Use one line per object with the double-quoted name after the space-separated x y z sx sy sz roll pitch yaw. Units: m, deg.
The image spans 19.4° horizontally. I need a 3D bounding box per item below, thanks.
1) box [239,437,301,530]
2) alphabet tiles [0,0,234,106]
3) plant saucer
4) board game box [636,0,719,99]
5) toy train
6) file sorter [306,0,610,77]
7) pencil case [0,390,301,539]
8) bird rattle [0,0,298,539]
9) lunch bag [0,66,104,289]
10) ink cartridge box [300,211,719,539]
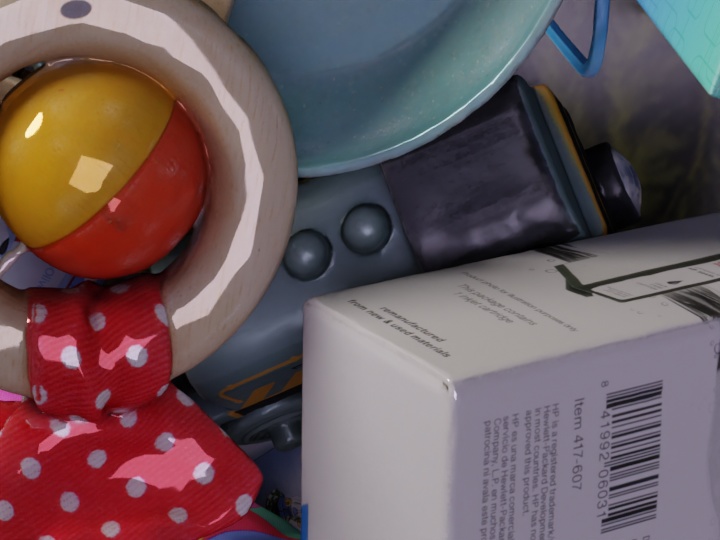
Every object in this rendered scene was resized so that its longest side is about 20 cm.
0.005 0.145 0.793 0.136 0.038 0.201 2 77 -6 "box"
-0.108 -0.126 0.624 0.166 0.008 0.201 22 113 3 "alphabet tiles"
-0.028 -0.128 0.629 0.199 0.036 0.201 4 112 10 "plant saucer"
0.147 -0.073 0.573 0.151 0.200 0.045 17 109 -10 "board game box"
0.000 0.000 0.731 0.199 0.114 0.086 -22 74 11 "toy train"
0.074 -0.136 0.722 0.199 0.139 0.124 0 108 -5 "file sorter"
-0.107 0.081 0.725 0.199 0.088 0.089 29 102 16 "pencil case"
-0.090 -0.007 0.613 0.163 0.113 0.200 -44 100 6 "bird rattle"
-0.154 -0.094 0.721 0.199 0.124 0.171 27 101 -19 "lunch bag"
0.086 0.069 0.662 0.199 0.084 0.147 -11 112 -31 "ink cartridge box"
